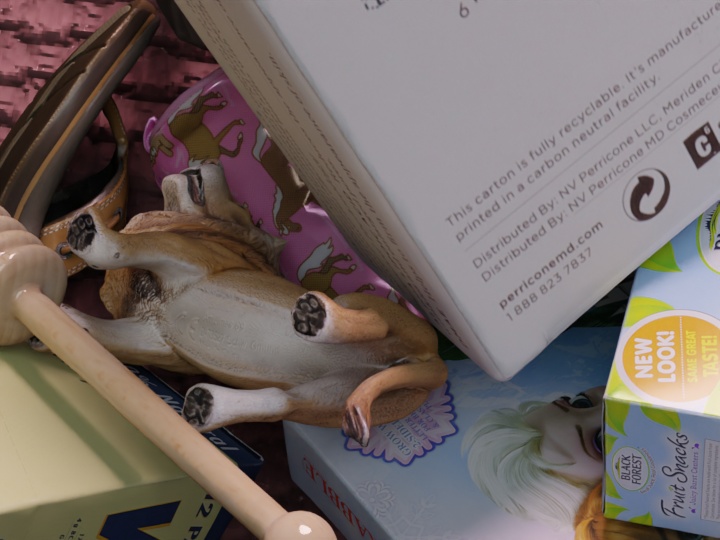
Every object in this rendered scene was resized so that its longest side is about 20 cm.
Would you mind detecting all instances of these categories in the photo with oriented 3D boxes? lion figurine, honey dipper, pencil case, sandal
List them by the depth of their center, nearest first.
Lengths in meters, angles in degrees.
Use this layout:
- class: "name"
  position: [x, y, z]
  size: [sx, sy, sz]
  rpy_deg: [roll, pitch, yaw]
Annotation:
- class: "honey dipper"
  position: [-0.074, 0.035, 0.696]
  size: [0.038, 0.038, 0.200]
  rpy_deg: [-47, 54, -10]
- class: "lion figurine"
  position: [-0.030, 0.021, 0.762]
  size: [0.200, 0.122, 0.073]
  rpy_deg: [30, 103, 40]
- class: "pencil case"
  position: [0.000, 0.000, 0.884]
  size: [0.086, 0.083, 0.200]
  rpy_deg: [-31, 79, -35]
- class: "sandal"
  position: [-0.126, -0.014, 0.887]
  size: [0.054, 0.082, 0.201]
  rpy_deg: [27, 85, -19]

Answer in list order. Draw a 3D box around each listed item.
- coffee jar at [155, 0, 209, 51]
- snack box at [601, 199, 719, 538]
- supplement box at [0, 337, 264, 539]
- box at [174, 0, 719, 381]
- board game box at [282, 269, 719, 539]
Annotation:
- class: "coffee jar"
  position: [0.016, -0.147, 0.836]
  size: [0.199, 0.104, 0.086]
  rpy_deg: [-16, 63, -27]
- class: "snack box"
  position: [0.192, 0.017, 0.736]
  size: [0.199, 0.068, 0.169]
  rpy_deg: [7, 47, 14]
- class: "supplement box"
  position: [-0.179, 0.070, 0.745]
  size: [0.200, 0.200, 0.135]
  rpy_deg: [36, 104, 20]
- class: "box"
  position: [0.048, -0.113, 0.717]
  size: [0.199, 0.131, 0.200]
  rpy_deg: [-39, 121, -6]
- class: "board game box"
  position: [0.108, 0.073, 0.768]
  size: [0.199, 0.041, 0.200]
  rpy_deg: [-30, 51, -20]
